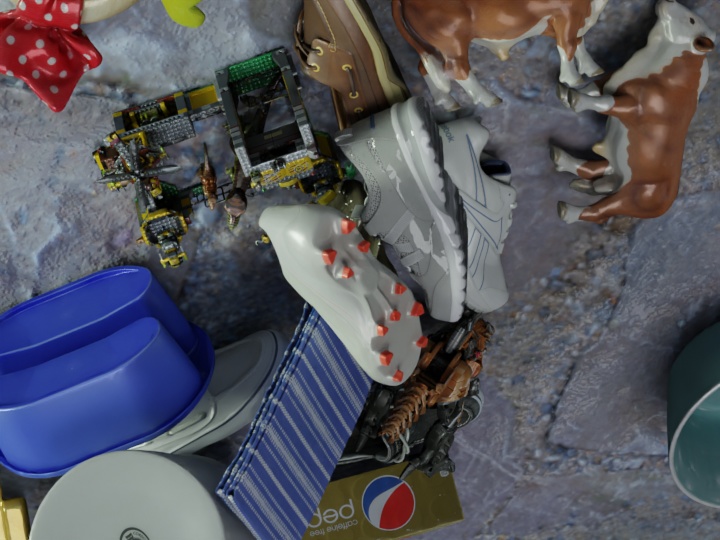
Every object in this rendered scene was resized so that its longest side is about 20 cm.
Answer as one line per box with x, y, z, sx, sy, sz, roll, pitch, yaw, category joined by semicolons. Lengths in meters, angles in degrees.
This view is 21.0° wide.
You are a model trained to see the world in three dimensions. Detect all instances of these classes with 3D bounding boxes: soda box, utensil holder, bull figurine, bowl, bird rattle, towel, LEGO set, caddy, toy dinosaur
-0.011;0.225;1.778;0.199;0.068;0.064;-14;172;-10;soda box
-0.162;0.227;1.553;0.169;0.171;0.200;-21;169;3;utensil holder
0.126;-0.195;1.458;0.199;0.065;0.122;-13;101;5;bull figurine
0.363;0.116;1.791;0.200;0.105;0.202;-8;132;-9;bowl
-0.197;-0.220;1.356;0.199;0.113;0.163;-20;123;19;bird rattle
-0.047;0.122;1.549;0.024;0.201;0.145;14;155;27;towel
0.219;-0.121;1.555;0.121;0.065;0.201;-6;128;-7;bull figurine
-0.099;-0.069;1.478;0.199;0.116;0.154;-13;133;-5;LEGO set
-0.217;0.088;1.569;0.199;0.142;0.105;-22;130;4;caddy
0.053;0.096;1.639;0.199;0.102;0.136;-9;136;-50;toy dinosaur

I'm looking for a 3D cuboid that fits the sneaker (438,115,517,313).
0.094;-0.042;1.595;0.087;0.075;0.200;-26;134;0;sneaker

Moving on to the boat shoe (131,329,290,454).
-0.147;0.112;1.657;0.200;0.074;0.065;-39;134;17;boat shoe

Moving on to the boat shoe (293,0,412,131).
-0.016;-0.166;1.448;0.067;0.072;0.200;-25;136;4;boat shoe

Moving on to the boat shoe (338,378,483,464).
0.018;0.143;1.735;0.199;0.071;0.072;-10;133;-9;boat shoe

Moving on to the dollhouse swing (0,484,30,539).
-0.395;0.192;1.683;0.199;0.177;0.182;-9;174;-9;dollhouse swing

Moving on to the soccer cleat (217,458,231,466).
-0.194;0.212;1.722;0.199;0.085;0.069;-16;105;-10;soccer cleat

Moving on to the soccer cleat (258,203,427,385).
-0.010;0.014;1.494;0.069;0.077;0.200;-54;138;-21;soccer cleat

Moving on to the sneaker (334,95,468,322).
0.036;-0.044;1.505;0.082;0.075;0.201;-10;123;11;sneaker

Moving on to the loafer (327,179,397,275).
0.000;0.000;1.605;0.067;0.076;0.200;-4;142;-14;loafer
